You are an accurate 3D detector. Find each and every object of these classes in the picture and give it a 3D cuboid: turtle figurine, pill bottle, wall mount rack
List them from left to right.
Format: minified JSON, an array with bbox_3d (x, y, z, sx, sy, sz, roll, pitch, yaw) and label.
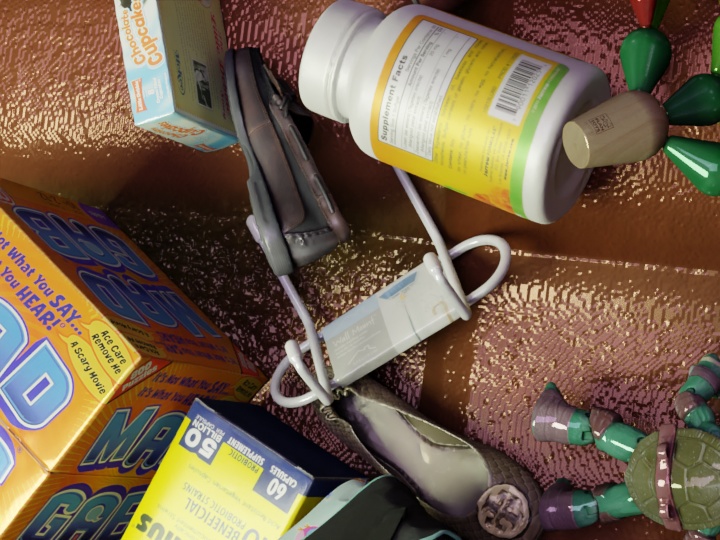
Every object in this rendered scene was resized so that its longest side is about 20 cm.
[{"bbox_3d":[0.000,0.000,1.357,0.199,0.075,0.174,-32,35,9],"label":"wall mount rack"},{"bbox_3d":[0.061,-0.116,1.326,0.199,0.111,0.112,23,92,23],"label":"pill bottle"},{"bbox_3d":[0.211,0.127,1.248,0.198,0.100,0.152,1,84,28],"label":"turtle figurine"}]

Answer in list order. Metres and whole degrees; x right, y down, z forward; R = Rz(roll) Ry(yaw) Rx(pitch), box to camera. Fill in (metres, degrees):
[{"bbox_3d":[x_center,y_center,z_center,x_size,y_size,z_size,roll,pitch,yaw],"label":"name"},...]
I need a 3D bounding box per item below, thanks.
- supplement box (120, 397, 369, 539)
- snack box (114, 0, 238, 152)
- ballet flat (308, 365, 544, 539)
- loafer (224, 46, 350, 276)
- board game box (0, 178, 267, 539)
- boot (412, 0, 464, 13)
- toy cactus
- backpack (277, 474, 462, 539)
[{"bbox_3d":[-0.099,0.205,1.354,0.108,0.109,0.201,30,96,22],"label":"supplement box"},{"bbox_3d":[-0.140,-0.195,1.414,0.037,0.116,0.202,-14,78,20],"label":"snack box"},{"bbox_3d":[0.042,0.127,1.339,0.199,0.046,0.068,35,98,22],"label":"ballet flat"},{"bbox_3d":[-0.052,-0.084,1.379,0.062,0.072,0.201,-16,53,3],"label":"loafer"},{"bbox_3d":[-0.230,0.080,1.372,0.200,0.200,0.200,43,99,21],"label":"board game box"},{"bbox_3d":[0.142,-0.228,1.305,0.199,0.068,0.189,34,85,42],"label":"boot"},{"bbox_3d":[0.210,-0.104,1.243,0.164,0.102,0.202,-19,78,-23],"label":"toy cactus"},{"bbox_3d":[0.012,0.250,1.258,0.175,0.201,0.153,-40,27,-8],"label":"backpack"}]
